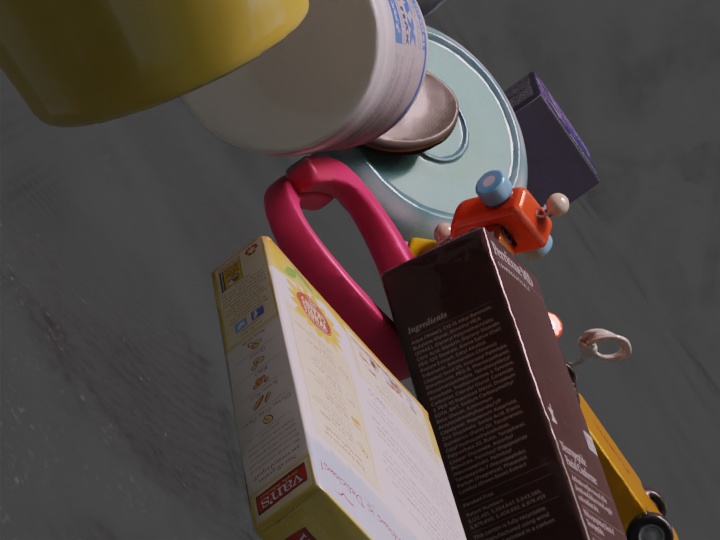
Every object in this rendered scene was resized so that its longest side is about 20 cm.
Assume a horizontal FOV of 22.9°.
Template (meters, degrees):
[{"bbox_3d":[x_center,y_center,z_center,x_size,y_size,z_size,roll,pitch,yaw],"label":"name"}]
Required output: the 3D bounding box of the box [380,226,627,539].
[{"bbox_3d":[0.084,0.089,0.996,0.100,0.074,0.202,36,32,-60],"label":"box"}]

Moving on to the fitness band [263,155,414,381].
[{"bbox_3d":[0.000,0.000,1.088,0.145,0.037,0.200,60,12,5],"label":"fitness band"}]

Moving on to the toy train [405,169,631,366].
[{"bbox_3d":[0.098,0.023,1.211,0.200,0.149,0.056,53,42,-37],"label":"toy train"}]

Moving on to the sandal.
[{"bbox_3d":[-0.012,-0.148,1.221,0.199,0.054,0.082,34,58,-18],"label":"sandal"}]

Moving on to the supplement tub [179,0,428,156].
[{"bbox_3d":[-0.033,-0.137,1.083,0.133,0.131,0.200,55,10,0],"label":"supplement tub"}]

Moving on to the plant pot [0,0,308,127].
[{"bbox_3d":[-0.112,-0.173,0.733,0.201,0.199,0.190,-96,164,-68],"label":"plant pot"}]

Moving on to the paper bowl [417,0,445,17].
[{"bbox_3d":[0.001,-0.279,1.328,0.200,0.104,0.202,32,-34,25],"label":"paper bowl"}]

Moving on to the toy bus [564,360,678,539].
[{"bbox_3d":[0.130,0.123,1.164,0.201,0.078,0.065,55,10,-6],"label":"toy bus"}]

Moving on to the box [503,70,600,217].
[{"bbox_3d":[0.239,-0.169,2.415,0.149,0.104,0.200,54,11,-12],"label":"box"}]

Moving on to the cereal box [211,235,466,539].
[{"bbox_3d":[-0.004,0.088,0.794,0.144,0.039,0.201,50,13,-29],"label":"cereal box"}]

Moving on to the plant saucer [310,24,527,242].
[{"bbox_3d":[0.047,-0.103,1.295,0.198,0.027,0.202,16,58,-27],"label":"plant saucer"}]
